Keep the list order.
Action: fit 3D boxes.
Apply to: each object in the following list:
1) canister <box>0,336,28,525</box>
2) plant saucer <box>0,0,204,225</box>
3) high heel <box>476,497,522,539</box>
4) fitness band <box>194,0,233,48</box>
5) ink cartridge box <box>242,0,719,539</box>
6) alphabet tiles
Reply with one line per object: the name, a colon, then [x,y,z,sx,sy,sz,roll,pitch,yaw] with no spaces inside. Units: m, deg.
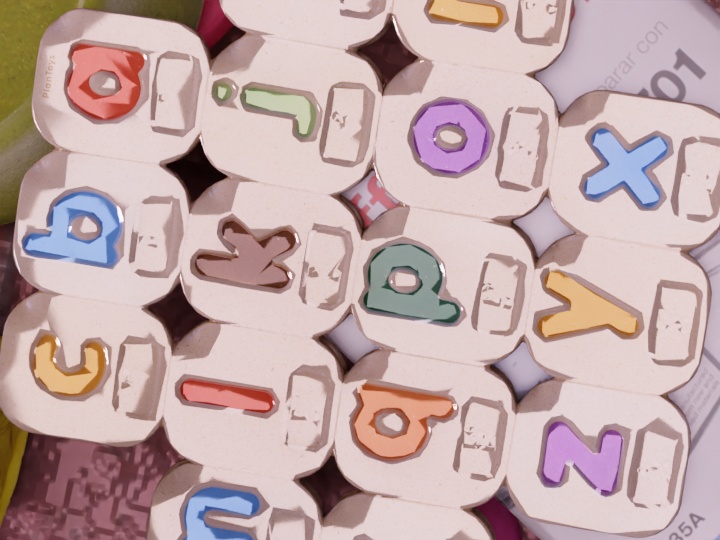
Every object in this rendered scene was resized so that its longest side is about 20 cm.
canister: [-0.216,0.055,0.770,0.199,0.149,0.087,17,130,7]
plant saucer: [-0.143,-0.105,0.776,0.199,0.031,0.201,4,105,14]
high heel: [-0.001,0.156,0.779,0.067,0.096,0.201,26,96,4]
fitness band: [-0.076,-0.147,0.800,0.143,0.037,0.200,33,97,0]
ink cartridge box: [0.087,0.009,0.767,0.200,0.086,0.147,42,97,1]
alphabet tiles: [0.000,0.000,0.727,0.195,0.015,0.201,8,95,7]
